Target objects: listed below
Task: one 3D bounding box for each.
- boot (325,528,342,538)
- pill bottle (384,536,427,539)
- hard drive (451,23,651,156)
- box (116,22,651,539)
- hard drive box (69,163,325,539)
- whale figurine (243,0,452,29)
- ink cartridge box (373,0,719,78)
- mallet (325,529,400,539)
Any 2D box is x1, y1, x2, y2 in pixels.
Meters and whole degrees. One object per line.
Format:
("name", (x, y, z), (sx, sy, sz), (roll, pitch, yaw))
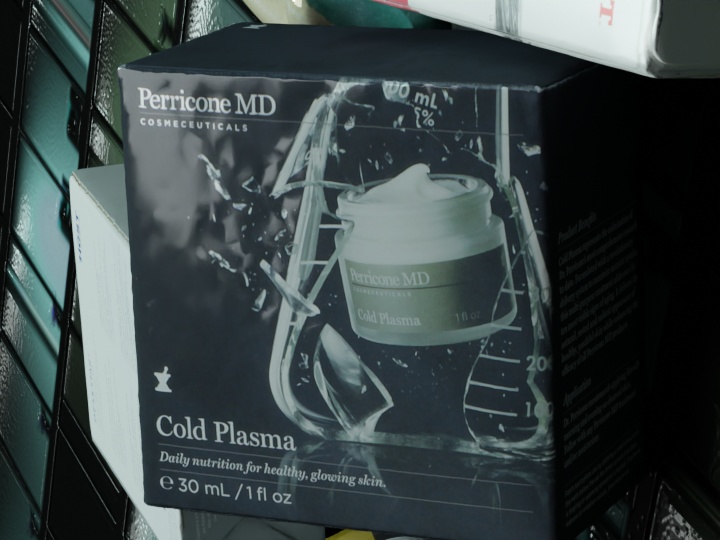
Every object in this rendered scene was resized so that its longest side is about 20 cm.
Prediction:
("boot", (-0.023, 0.117, 1.558), (0.199, 0.073, 0.163), (112, 147, -45))
("pill bottle", (0.049, 0.213, 1.333), (0.200, 0.113, 0.114), (-128, 42, -55))
("hard drive", (0.082, -0.147, 1.330), (0.140, 0.038, 0.201), (177, 92, -67))
("box", (0.013, 0.002, 1.249), (0.199, 0.124, 0.198), (4, 104, 25))
("hard drive box", (-0.085, 0.043, 1.473), (0.200, 0.076, 0.157), (-136, 40, -64))
("whale figurine", (0.001, -0.145, 1.395), (0.104, 0.159, 0.200), (-46, 15, 8))
("ink cartridge box", (0.093, -0.167, 1.189), (0.200, 0.084, 0.147), (23, 111, 53))
("mallet", (0.006, 0.141, 1.458), (0.199, 0.041, 0.066), (-19, 79, 40))
